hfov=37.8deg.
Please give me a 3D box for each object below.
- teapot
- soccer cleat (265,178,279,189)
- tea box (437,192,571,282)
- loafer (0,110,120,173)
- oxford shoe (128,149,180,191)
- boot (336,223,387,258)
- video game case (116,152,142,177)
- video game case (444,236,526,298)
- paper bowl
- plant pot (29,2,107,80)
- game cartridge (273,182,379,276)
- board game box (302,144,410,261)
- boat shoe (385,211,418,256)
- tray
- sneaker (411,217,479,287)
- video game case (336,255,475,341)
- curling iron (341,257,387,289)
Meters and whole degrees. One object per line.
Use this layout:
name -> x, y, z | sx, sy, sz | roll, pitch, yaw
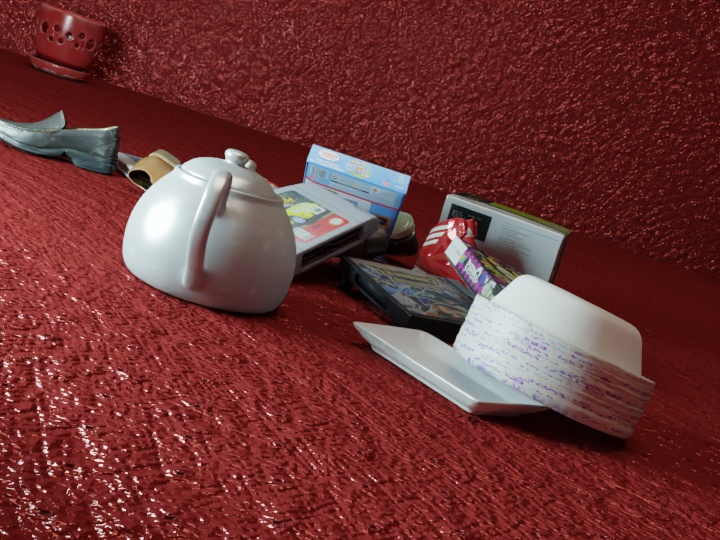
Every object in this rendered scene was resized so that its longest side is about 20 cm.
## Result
teapot -> -0.147, -0.052, 1.087 | 0.195, 0.149, 0.199 | 7, 15, -46
soccer cleat -> -0.154, -0.098, 1.597 | 0.085, 0.069, 0.200 | 46, 8, 15
tea box -> 0.227, -0.033, 1.714 | 0.197, 0.136, 0.196 | 21, 11, 13
loafer -> -0.462, -0.208, 1.593 | 0.197, 0.074, 0.073 | 13, 11, -23
oxford shoe -> -0.256, -0.109, 1.506 | 0.198, 0.072, 0.071 | 25, 40, 33
boot -> -0.087, -0.044, 1.456 | 0.196, 0.070, 0.188 | -4, 18, -23
video game case -> -0.297, -0.148, 1.715 | 0.197, 0.023, 0.182 | 12, 12, -34
video game case -> 0.220, 0.044, 1.373 | 0.198, 0.036, 0.182 | 27, 15, -26
paper bowl -> 0.201, 0.078, 1.054 | 0.198, 0.106, 0.201 | 26, 2, -1
plant pot -> -0.854, -0.660, 3.059 | 0.197, 0.186, 0.201 | 17, 9, -3
game cartridge -> -0.084, -0.057, 1.342 | 0.132, 0.042, 0.199 | 25, 33, 29
board game box -> -0.017, -0.096, 1.567 | 0.149, 0.037, 0.201 | 18, -31, 0
boat shoe -> 0.009, -0.066, 1.722 | 0.199, 0.061, 0.072 | 15, 50, 39
tray -> 0.084, 0.100, 1.040 | 0.106, 0.023, 0.199 | 9, 13, -40
sneaker -> 0.155, -0.011, 1.506 | 0.199, 0.117, 0.078 | 26, 13, 41
video game case -> 0.092, 0.042, 1.320 | 0.197, 0.026, 0.181 | 13, 17, -33
curling iron -> 0.000, 0.000, 1.427 | 0.049, 0.026, 0.200 | 17, 10, 9
